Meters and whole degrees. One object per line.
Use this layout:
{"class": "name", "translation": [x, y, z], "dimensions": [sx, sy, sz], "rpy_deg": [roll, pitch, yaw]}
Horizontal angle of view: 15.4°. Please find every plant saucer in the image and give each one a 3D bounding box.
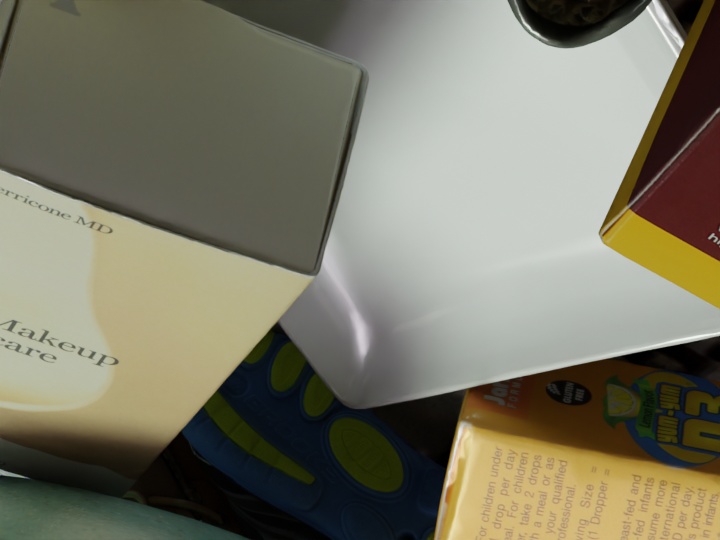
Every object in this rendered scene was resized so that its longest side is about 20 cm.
{"class": "plant saucer", "translation": [-0.080, 0.102, 0.890], "dimensions": [0.200, 0.039, 0.201], "rpy_deg": [15, 167, 3]}

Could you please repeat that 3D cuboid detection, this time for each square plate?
{"class": "square plate", "translation": [0.018, -0.052, 0.781], "dimensions": [0.200, 0.028, 0.198], "rpy_deg": [-14, 121, 41]}

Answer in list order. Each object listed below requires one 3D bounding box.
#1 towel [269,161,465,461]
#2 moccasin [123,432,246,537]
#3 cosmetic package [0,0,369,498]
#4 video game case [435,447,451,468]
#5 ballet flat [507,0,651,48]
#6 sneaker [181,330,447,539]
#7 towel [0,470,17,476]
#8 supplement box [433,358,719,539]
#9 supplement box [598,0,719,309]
{"class": "towel", "translation": [0.000, 0.000, 0.928], "dimensions": [0.132, 0.035, 0.200], "rpy_deg": [26, 153, 5]}
{"class": "moccasin", "translation": [-0.079, 0.104, 1.006], "dimensions": [0.074, 0.078, 0.202], "rpy_deg": [-33, 95, 33]}
{"class": "cosmetic package", "translation": [-0.083, -0.006, 0.789], "dimensions": [0.105, 0.071, 0.200], "rpy_deg": [19, 152, -12]}
{"class": "video game case", "translation": [0.115, 0.114, 0.997], "dimensions": [0.199, 0.026, 0.181], "rpy_deg": [22, 154, -10]}
{"class": "ballet flat", "translation": [0.078, -0.117, 0.596], "dimensions": [0.068, 0.069, 0.200], "rpy_deg": [23, 145, 0]}
{"class": "sneaker", "translation": [0.011, 0.101, 0.950], "dimensions": [0.200, 0.071, 0.083], "rpy_deg": [45, 169, 20]}
{"class": "towel", "translation": [-0.155, 0.111, 1.175], "dimensions": [0.143, 0.023, 0.200], "rpy_deg": [35, 155, -15]}
{"class": "supplement box", "translation": [0.126, 0.080, 0.858], "dimensions": [0.199, 0.067, 0.069], "rpy_deg": [9, 117, 4]}
{"class": "supplement box", "translation": [0.192, -0.049, 0.570], "dimensions": [0.197, 0.133, 0.200], "rpy_deg": [29, 153, -3]}
